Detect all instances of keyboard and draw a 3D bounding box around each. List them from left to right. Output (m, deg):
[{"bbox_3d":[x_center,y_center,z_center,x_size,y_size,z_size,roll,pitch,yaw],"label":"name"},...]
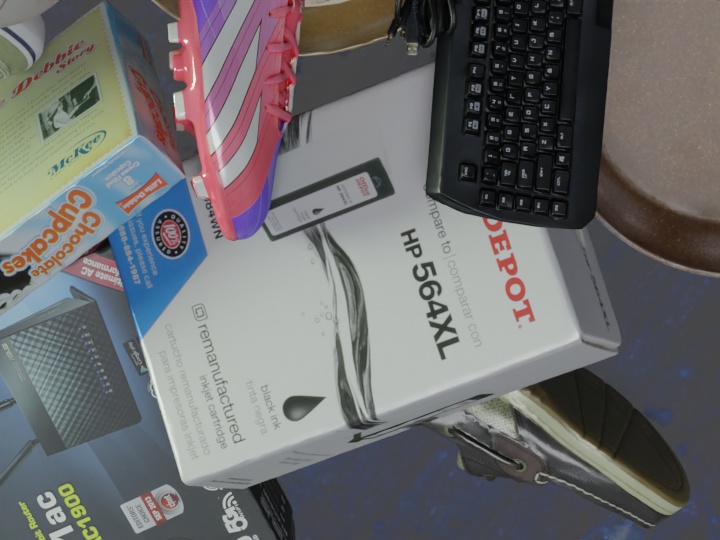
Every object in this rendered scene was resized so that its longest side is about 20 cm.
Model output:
[{"bbox_3d":[0.062,-0.122,1.224,0.103,0.040,0.201,6,76,-7],"label":"keyboard"}]

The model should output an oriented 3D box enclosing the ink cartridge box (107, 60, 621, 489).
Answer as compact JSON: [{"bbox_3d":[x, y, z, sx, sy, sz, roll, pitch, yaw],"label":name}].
[{"bbox_3d":[0.000,0.000,1.290,0.199,0.084,0.147,-21,79,15],"label":"ink cartridge box"}]

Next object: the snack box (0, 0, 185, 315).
[{"bbox_3d":[-0.175,-0.027,1.297,0.200,0.116,0.037,-36,127,13],"label":"snack box"}]

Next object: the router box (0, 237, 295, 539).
[{"bbox_3d":[-0.140,0.083,1.375,0.149,0.062,0.201,-23,112,9],"label":"router box"}]

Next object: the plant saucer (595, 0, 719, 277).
[{"bbox_3d":[0.185,-0.094,1.328,0.199,0.035,0.201,-1,112,-2],"label":"plant saucer"}]

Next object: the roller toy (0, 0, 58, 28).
[{"bbox_3d":[-0.182,-0.196,1.182,0.182,0.200,0.140,33,120,-6],"label":"roller toy"}]

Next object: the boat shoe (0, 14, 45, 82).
[{"bbox_3d":[-0.228,-0.112,1.249,0.199,0.072,0.062,17,72,-40],"label":"boat shoe"}]

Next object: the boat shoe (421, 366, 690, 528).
[{"bbox_3d":[0.067,0.069,1.376,0.200,0.072,0.066,34,114,-9],"label":"boat shoe"}]

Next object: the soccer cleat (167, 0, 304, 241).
[{"bbox_3d":[-0.050,-0.115,1.240,0.076,0.067,0.201,-7,89,-5],"label":"soccer cleat"}]

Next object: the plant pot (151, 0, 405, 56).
[{"bbox_3d":[-0.028,-0.196,1.281,0.199,0.028,0.201,-1,112,-2],"label":"plant pot"}]
